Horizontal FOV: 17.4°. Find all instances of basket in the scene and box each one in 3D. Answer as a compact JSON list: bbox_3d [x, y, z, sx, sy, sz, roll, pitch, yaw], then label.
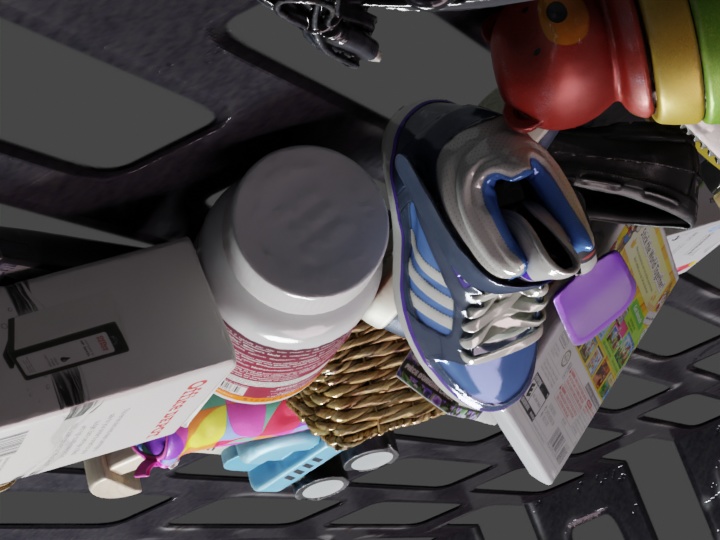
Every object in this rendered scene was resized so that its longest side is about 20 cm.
[{"bbox_3d":[0.031,0.015,1.679,0.199,0.150,0.143,-19,-160,-13],"label":"basket"}]

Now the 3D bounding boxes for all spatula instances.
[{"bbox_3d":[0.138,-0.008,1.452,0.056,0.021,0.200,-37,156,-4],"label":"spatula"}]

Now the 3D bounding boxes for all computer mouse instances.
[{"bbox_3d":[0.057,-0.143,1.094,0.199,0.053,0.138,-24,166,10],"label":"computer mouse"}]

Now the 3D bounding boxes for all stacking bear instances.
[{"bbox_3d":[0.166,-0.126,1.235,0.199,0.122,0.114,-12,160,1],"label":"stacking bear"}]

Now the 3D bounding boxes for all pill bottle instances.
[{"bbox_3d":[-0.048,0.003,1.394,0.109,0.110,0.200,-17,167,-18],"label":"pill bottle"}]

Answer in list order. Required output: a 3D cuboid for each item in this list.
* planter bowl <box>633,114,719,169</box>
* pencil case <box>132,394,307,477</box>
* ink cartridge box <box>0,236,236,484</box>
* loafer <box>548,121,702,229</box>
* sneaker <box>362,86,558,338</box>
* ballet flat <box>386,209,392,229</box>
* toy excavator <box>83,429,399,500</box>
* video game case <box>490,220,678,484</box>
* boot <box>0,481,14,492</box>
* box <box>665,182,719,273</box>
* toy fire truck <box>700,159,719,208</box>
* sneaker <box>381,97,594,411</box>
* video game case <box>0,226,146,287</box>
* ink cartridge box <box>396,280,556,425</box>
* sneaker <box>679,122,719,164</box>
[{"bbox_3d":[0.279,-0.109,1.521,0.199,0.084,0.200,-20,167,-5],"label":"planter bowl"},{"bbox_3d":[-0.088,0.091,1.746,0.199,0.089,0.088,-13,165,-34],"label":"pencil case"},{"bbox_3d":[-0.190,0.063,1.352,0.199,0.085,0.146,-16,166,-25],"label":"ink cartridge box"},{"bbox_3d":[0.121,-0.053,1.470,0.199,0.071,0.068,-2,164,-17],"label":"loafer"},{"bbox_3d":[0.082,-0.031,1.408,0.084,0.075,0.200,28,124,-16],"label":"sneaker"},{"bbox_3d":[0.000,0.000,1.541,0.199,0.067,0.057,-24,126,1],"label":"ballet flat"},{"bbox_3d":[-0.100,0.130,1.908,0.199,0.100,0.194,9,148,-41],"label":"toy excavator"},{"bbox_3d":[0.154,0.043,1.611,0.182,0.023,0.200,-57,158,-9],"label":"video game case"},{"bbox_3d":[-0.199,0.080,1.576,0.138,0.078,0.200,-32,177,25],"label":"boot"},{"bbox_3d":[0.201,-0.014,1.881,0.199,0.041,0.156,-15,166,-21],"label":"box"},{"bbox_3d":[0.379,-0.087,1.728,0.199,0.129,0.176,-29,170,-23],"label":"toy fire truck"},{"bbox_3d":[0.077,0.007,1.291,0.080,0.201,0.146,-21,-157,-17],"label":"sneaker"},{"bbox_3d":[-0.232,0.029,1.390,0.180,0.026,0.200,-26,167,20],"label":"video game case"},{"bbox_3d":[0.110,0.004,1.564,0.201,0.050,0.109,-57,160,5],"label":"ink cartridge box"},{"bbox_3d":[0.236,-0.109,1.377,0.090,0.070,0.200,-32,139,25],"label":"sneaker"}]
